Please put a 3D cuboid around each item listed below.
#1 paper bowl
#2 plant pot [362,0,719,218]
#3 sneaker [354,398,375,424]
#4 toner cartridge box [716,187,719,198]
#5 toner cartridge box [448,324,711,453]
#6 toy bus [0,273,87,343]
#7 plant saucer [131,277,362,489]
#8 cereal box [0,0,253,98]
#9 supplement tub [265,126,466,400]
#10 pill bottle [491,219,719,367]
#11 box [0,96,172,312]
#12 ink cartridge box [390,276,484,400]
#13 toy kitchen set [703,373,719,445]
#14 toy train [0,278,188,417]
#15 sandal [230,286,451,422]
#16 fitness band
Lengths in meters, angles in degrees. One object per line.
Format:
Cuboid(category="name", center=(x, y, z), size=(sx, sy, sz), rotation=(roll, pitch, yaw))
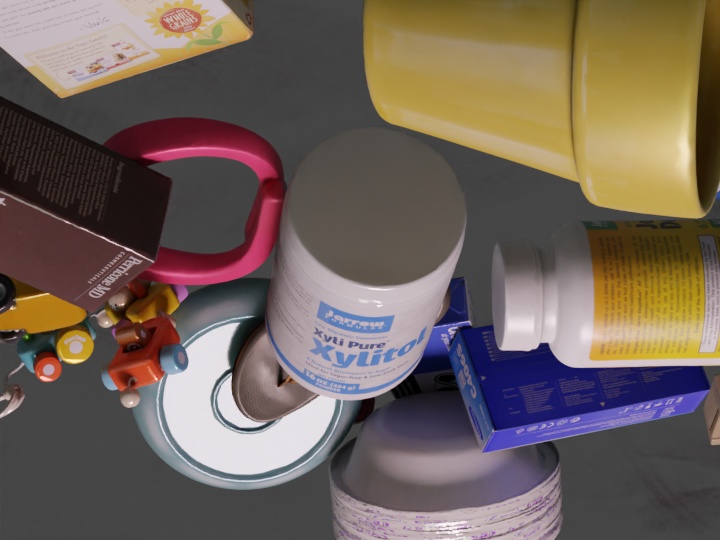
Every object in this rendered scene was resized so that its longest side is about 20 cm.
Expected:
Cuboid(category="paper bowl", center=(0.072, 0.172, 1.510), size=(0.198, 0.106, 0.201), rotation=(-4, -164, 1))
Cuboid(category="plant pot", center=(0.108, -0.137, 0.977), size=(0.187, 0.203, 0.201), rotation=(6, 157, 18))
Cuboid(category="sneaker", center=(-0.081, 0.092, 1.550), size=(0.198, 0.079, 0.082), rotation=(16, 154, -14))
Cuboid(category="toner cartridge box", center=(0.268, -0.113, 1.172), size=(0.094, 0.044, 0.200), rotation=(0, 153, -7))
Cuboid(category="toner cartridge box", center=(0.181, 0.084, 1.469), size=(0.198, 0.096, 0.043), rotation=(-8, 150, -18))
Cuboid(category="toy bus", center=(-0.308, 0.009, 1.342), size=(0.197, 0.079, 0.065), rotation=(-2, 155, -1))
Cuboid(category="plant saucer", center=(-0.092, 0.102, 1.477), size=(0.198, 0.027, 0.202), rotation=(-4, 116, -7))
Cuboid(category="cereal box", center=(-0.168, -0.178, 1.022), size=(0.142, 0.040, 0.200), rotation=(-13, 151, 20))
Cuboid(category="supplement tub", center=(0.000, 0.000, 1.294), size=(0.130, 0.133, 0.200), rotation=(1, 154, -6))
Cuboid(category="pill bottle", center=(0.204, 0.018, 1.368), size=(0.197, 0.114, 0.113), rotation=(-1, 154, -3))
Cuboid(category="box", center=(-0.238, -0.054, 1.192), size=(0.199, 0.076, 0.100), rotation=(24, 145, -26))
Cuboid(category="ink cartridge box", center=(0.064, 0.072, 1.543), size=(0.093, 0.045, 0.200), rotation=(-9, 153, 9))
Cuboid(category="toy kitchen set", center=(0.430, 0.156, 1.588), size=(0.197, 0.182, 0.164), rotation=(-7, 153, -1))
Cuboid(category="toy train", center=(-0.214, 0.051, 1.390), size=(0.198, 0.151, 0.056), rotation=(-13, 121, 29))
Cuboid(category="sandal", center=(-0.016, 0.059, 1.420), size=(0.198, 0.055, 0.082), rotation=(-25, 110, 6))
Cuboid(category="fitness band", center=(-0.129, -0.048, 1.298), size=(0.142, 0.038, 0.200), rotation=(5, 152, -10))
